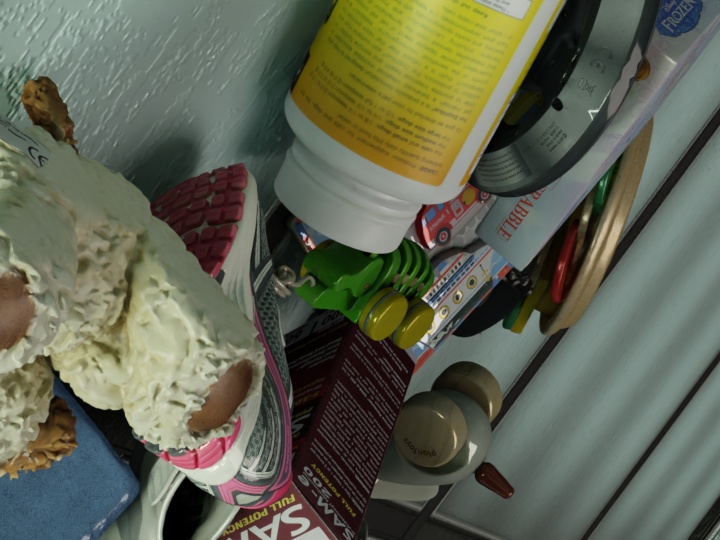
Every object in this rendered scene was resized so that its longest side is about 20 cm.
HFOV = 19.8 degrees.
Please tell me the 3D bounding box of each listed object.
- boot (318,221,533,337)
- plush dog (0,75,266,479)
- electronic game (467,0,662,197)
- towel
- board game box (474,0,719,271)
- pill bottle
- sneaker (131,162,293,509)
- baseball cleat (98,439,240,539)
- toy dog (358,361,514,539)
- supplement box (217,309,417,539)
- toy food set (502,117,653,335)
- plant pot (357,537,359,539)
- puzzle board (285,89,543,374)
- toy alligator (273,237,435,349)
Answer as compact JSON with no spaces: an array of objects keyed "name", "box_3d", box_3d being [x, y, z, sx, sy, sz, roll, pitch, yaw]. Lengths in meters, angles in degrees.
[{"name":"boot","box_3d":[0.041,0.035,1.397,0.201,0.076,0.168,-62,155,6]},{"name":"plush dog","box_3d":[-0.168,0.023,0.889,0.172,0.161,0.200,-42,145,21]},{"name":"electronic game","box_3d":[0.103,-0.137,1.136,0.041,0.200,0.201,18,113,-26]},{"name":"towel","box_3d":[-0.209,0.132,0.987,0.200,0.112,0.048,-41,-166,-29]},{"name":"board game box","box_3d":[0.168,-0.120,1.233,0.200,0.041,0.200,-47,173,-42]},{"name":"pill bottle","box_3d":[0.031,-0.112,1.090,0.109,0.109,0.201,-12,134,-61]},{"name":"sneaker","box_3d":[-0.074,0.029,1.017,0.080,0.201,0.075,-23,134,21]},{"name":"baseball cleat","box_3d":[-0.078,0.075,1.088,0.106,0.070,0.201,-26,-135,50]},{"name":"toy dog","box_3d":[0.034,0.147,1.443,0.132,0.097,0.200,-34,177,-36]},{"name":"supplement box","box_3d":[-0.042,0.103,1.186,0.109,0.061,0.200,-29,-160,26]},{"name":"toy food set","box_3d":[0.161,-0.046,1.494,0.200,0.048,0.199,113,-4,-57]},{"name":"plant pot","box_3d":[-0.062,0.237,1.284,0.199,0.200,0.178,-18,137,-15]},{"name":"puzzle board","box_3d":[0.057,-0.043,1.285,0.200,0.017,0.151,-46,127,-18]},{"name":"toy alligator","box_3d":[0.000,0.000,1.145,0.054,0.059,0.200,-54,155,7]}]
